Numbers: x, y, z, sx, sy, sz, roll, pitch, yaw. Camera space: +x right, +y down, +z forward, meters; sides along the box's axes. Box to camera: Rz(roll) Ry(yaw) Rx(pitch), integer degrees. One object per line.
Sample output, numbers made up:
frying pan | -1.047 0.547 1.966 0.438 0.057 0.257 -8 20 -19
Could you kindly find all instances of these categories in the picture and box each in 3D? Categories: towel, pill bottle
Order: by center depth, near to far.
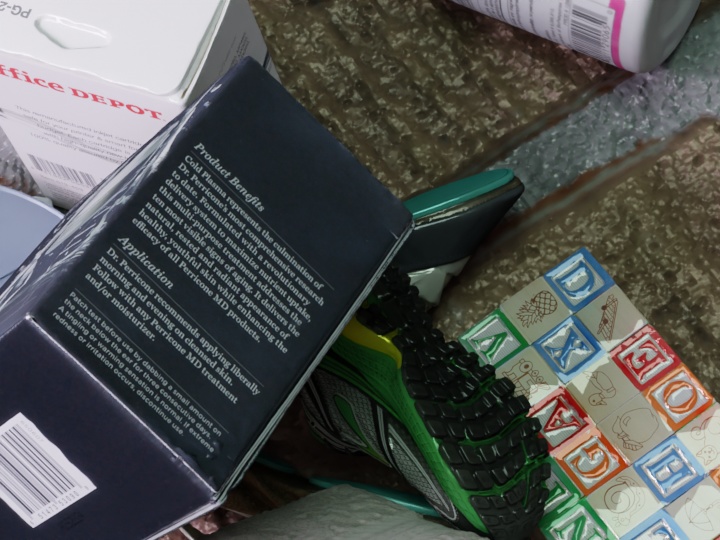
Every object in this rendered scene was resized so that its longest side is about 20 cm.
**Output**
towel | -0.029 0.150 1.020 0.132 0.035 0.200 18 26 41
pill bottle | 0.097 -0.199 1.266 0.200 0.113 0.114 24 72 19

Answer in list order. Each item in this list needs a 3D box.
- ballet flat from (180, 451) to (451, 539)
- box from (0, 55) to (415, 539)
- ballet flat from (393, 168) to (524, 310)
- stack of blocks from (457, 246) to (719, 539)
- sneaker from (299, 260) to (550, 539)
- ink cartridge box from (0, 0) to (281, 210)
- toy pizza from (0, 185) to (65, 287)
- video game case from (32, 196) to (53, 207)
ballet flat | -0.037 0.134 1.169 0.200 0.068 0.073 16 89 16
box | -0.107 0.033 1.058 0.124 0.200 0.197 45 50 -9
ballet flat | 0.000 0.000 1.223 0.200 0.073 0.073 -16 64 -1
stack of blocks | 0.134 0.101 1.151 0.115 0.059 0.200 -35 64 -6
sneaker | 0.024 0.074 1.138 0.200 0.078 0.085 50 127 33
ink cartridge box | -0.124 -0.096 1.210 0.144 0.200 0.084 16 69 17
toy pizza | -0.221 0.027 1.183 0.200 0.032 0.200 10 46 -11
video game case | -0.259 0.030 1.209 0.182 0.023 0.200 3 45 -13
